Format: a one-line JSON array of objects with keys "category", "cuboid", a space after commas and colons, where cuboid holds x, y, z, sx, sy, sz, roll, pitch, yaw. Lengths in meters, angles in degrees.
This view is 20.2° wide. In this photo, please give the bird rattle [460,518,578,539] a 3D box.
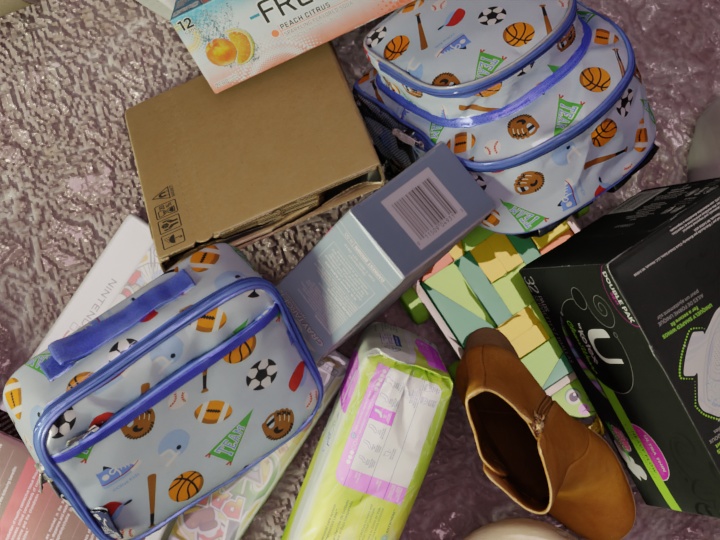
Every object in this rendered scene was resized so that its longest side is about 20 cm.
[{"category": "bird rattle", "cuboid": [0.100, 0.249, 1.419, 0.199, 0.113, 0.164, 29, 100, 11]}]

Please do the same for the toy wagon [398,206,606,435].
[{"category": "toy wagon", "cuboid": [0.128, 0.032, 1.472, 0.155, 0.040, 0.200, -33, 86, -4]}]

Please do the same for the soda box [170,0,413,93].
[{"category": "soda box", "cuboid": [-0.032, -0.202, 1.418, 0.199, 0.064, 0.069, -23, 118, 15]}]

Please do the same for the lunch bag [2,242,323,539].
[{"category": "lunch bag", "cuboid": [-0.131, 0.082, 1.324, 0.200, 0.161, 0.076, -35, 47, -11]}]

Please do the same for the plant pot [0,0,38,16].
[{"category": "plant pot", "cuboid": [-0.360, -0.227, 1.423, 0.199, 0.187, 0.188, -26, 86, 9]}]

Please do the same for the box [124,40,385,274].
[{"category": "box", "cuboid": [-0.077, -0.088, 1.406, 0.163, 0.200, 0.021, -23, 126, 2]}]

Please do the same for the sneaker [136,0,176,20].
[{"category": "sneaker", "cuboid": [-0.182, -0.276, 1.465, 0.200, 0.071, 0.099, 36, 80, -17]}]

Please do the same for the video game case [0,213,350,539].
[{"category": "video game case", "cuboid": [-0.136, 0.088, 1.466, 0.200, 0.023, 0.182, 34, 85, 1]}]

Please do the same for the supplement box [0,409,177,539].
[{"category": "supplement box", "cuboid": [-0.237, 0.171, 1.424, 0.199, 0.061, 0.109, 26, 97, 2]}]

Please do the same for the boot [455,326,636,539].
[{"category": "boot", "cuboid": [0.127, 0.139, 1.390, 0.071, 0.144, 0.201, -32, 105, 14]}]

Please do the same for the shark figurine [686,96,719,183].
[{"category": "shark figurine", "cuboid": [0.302, -0.013, 1.460, 0.214, 0.090, 0.128, 42, 86, 4]}]

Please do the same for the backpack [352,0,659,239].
[{"category": "backpack", "cuboid": [0.107, -0.122, 1.400, 0.200, 0.154, 0.190, -41, 50, -7]}]

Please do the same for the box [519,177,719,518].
[{"category": "box", "cuboid": [0.229, 0.053, 1.393, 0.124, 0.148, 0.201, -31, 98, -17]}]

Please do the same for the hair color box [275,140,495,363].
[{"category": "hair color box", "cuboid": [0.000, 0.000, 1.380, 0.099, 0.200, 0.061, -37, 85, -35]}]

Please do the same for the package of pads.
[{"category": "package of pads", "cuboid": [0.000, 0.143, 1.384, 0.068, 0.155, 0.201, 20, 95, -3]}]
